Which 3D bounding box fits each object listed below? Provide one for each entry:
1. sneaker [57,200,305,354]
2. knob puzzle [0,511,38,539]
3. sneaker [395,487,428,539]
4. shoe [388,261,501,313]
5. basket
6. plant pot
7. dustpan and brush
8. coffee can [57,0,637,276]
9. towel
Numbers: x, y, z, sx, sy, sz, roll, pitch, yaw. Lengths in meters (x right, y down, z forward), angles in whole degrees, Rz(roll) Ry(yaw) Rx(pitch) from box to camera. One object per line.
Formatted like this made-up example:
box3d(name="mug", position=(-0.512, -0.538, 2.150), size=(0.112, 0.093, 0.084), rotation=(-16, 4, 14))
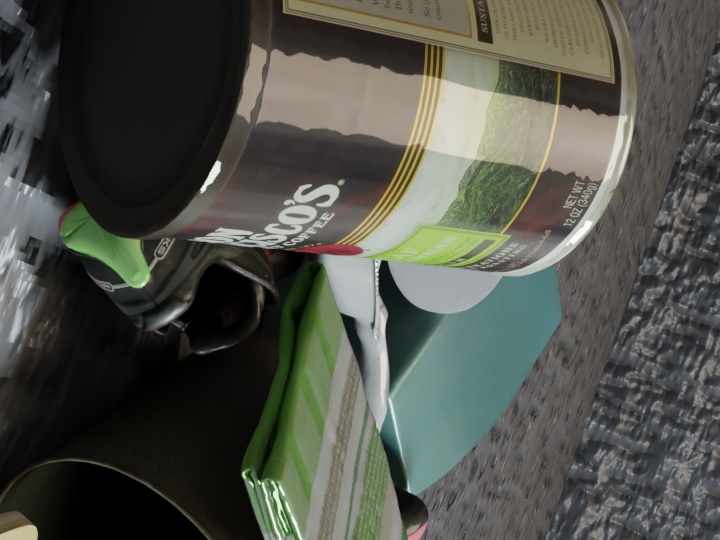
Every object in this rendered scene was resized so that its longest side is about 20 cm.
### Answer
box3d(name="sneaker", position=(-0.075, 0.000, 0.796), size=(0.076, 0.084, 0.200), rotation=(-31, 171, 18))
box3d(name="knob puzzle", position=(-0.200, 0.175, 0.677), size=(0.219, 0.030, 0.221), rotation=(-42, 152, -28))
box3d(name="sneaker", position=(-0.041, 0.194, 0.987), size=(0.087, 0.199, 0.074), rotation=(61, 10, -13))
box3d(name="shoe", position=(0.057, -0.077, 0.921), size=(0.091, 0.071, 0.202), rotation=(-77, 173, -50))
box3d(name="basket", position=(-0.079, 0.126, 0.868), size=(0.182, 0.135, 0.200), rotation=(65, 25, -15))
box3d(name="plant pot", position=(0.023, 0.033, 1.046), size=(0.201, 0.140, 0.142), rotation=(-58, 147, -43))
box3d(name="dustpan and brush", position=(0.000, 0.000, 0.891), size=(0.140, 0.057, 0.202), rotation=(-92, -169, -67))
box3d(name="coffee can", position=(-0.005, -0.078, 0.700), size=(0.198, 0.146, 0.148), rotation=(5, 106, -37))
box3d(name="towel", position=(-0.016, 0.117, 0.825), size=(0.150, 0.030, 0.201), rotation=(-80, 159, -50))
